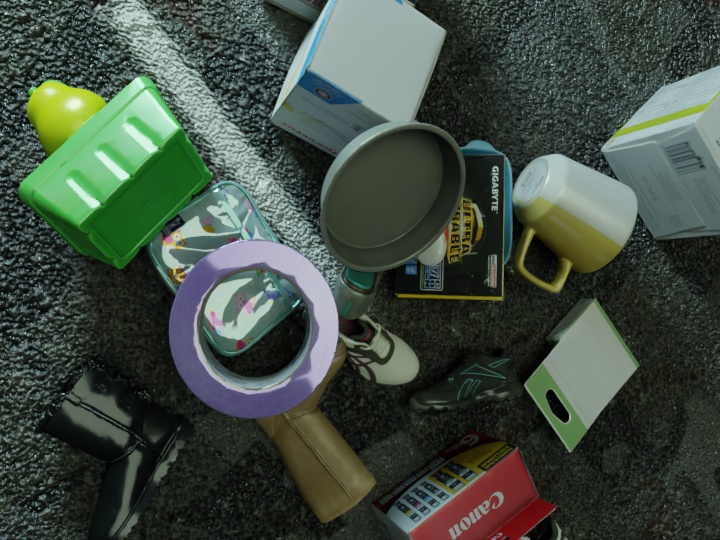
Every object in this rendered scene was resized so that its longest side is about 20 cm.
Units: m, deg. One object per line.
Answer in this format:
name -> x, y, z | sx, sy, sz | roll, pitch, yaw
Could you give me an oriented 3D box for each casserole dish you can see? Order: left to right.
casserole dish -> 0.176, -0.094, 1.016 | 0.117, 0.039, 0.207 | 2, 87, -21

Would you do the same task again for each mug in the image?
mug -> 0.312, -0.083, 1.000 | 0.150, 0.149, 0.191 | 27, 58, -20

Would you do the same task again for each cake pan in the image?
cake pan -> 0.036, -0.091, 0.797 | 0.195, 0.037, 0.204 | -17, 133, -19

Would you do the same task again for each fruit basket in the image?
fruit basket -> -0.310, -0.135, 0.792 | 0.209, 0.157, 0.221 | -7, 58, 11

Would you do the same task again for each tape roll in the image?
tape roll -> -0.124, 0.066, 0.782 | 0.193, 0.066, 0.207 | 0, 92, -9

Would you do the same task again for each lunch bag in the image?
lunch bag -> -0.173, -0.007, 0.853 | 0.159, 0.077, 0.203 | -37, 101, -18

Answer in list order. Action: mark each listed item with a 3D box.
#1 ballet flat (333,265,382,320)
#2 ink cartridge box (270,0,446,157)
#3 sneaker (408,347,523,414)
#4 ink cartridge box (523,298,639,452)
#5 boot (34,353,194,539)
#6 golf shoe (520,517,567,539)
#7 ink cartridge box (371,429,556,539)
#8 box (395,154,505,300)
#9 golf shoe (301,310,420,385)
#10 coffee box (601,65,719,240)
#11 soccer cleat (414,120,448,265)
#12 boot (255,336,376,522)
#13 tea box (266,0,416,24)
ballet flat -> 0.000, 0.000, 0.899 | 0.066, 0.201, 0.065 | 26, 119, 0
ink cartridge box -> -0.011, -0.251, 0.862 | 0.144, 0.199, 0.148 | 26, 77, -18
sneaker -> 0.153, 0.168, 0.989 | 0.195, 0.075, 0.082 | -5, 77, -29
ink cartridge box -> 0.350, 0.166, 1.070 | 0.199, 0.048, 0.147 | -42, 102, -17
boot -> -0.313, 0.218, 0.793 | 0.161, 0.073, 0.201 | 38, 68, -18
golf shoe -> 0.241, 0.458, 1.007 | 0.196, 0.072, 0.095 | -21, 90, -31
ink cartridge box -> 0.140, 0.325, 0.912 | 0.197, 0.175, 0.086 | -30, 98, -20
box -> 0.131, -0.061, 0.952 | 0.154, 0.049, 0.207 | 1, 87, 14
golf shoe -> 0.010, 0.105, 0.918 | 0.197, 0.088, 0.079 | 32, 76, -19
coffee box -> 0.570, -0.196, 1.089 | 0.197, 0.199, 0.202 | -41, 102, -18
soccer cleat -> 0.075, -0.109, 0.895 | 0.067, 0.085, 0.207 | -10, 82, 20
boot -> -0.041, 0.213, 0.888 | 0.173, 0.066, 0.202 | -33, 99, 14
tea box -> -0.014, -0.446, 0.903 | 0.195, 0.133, 0.202 | 20, 80, -19
